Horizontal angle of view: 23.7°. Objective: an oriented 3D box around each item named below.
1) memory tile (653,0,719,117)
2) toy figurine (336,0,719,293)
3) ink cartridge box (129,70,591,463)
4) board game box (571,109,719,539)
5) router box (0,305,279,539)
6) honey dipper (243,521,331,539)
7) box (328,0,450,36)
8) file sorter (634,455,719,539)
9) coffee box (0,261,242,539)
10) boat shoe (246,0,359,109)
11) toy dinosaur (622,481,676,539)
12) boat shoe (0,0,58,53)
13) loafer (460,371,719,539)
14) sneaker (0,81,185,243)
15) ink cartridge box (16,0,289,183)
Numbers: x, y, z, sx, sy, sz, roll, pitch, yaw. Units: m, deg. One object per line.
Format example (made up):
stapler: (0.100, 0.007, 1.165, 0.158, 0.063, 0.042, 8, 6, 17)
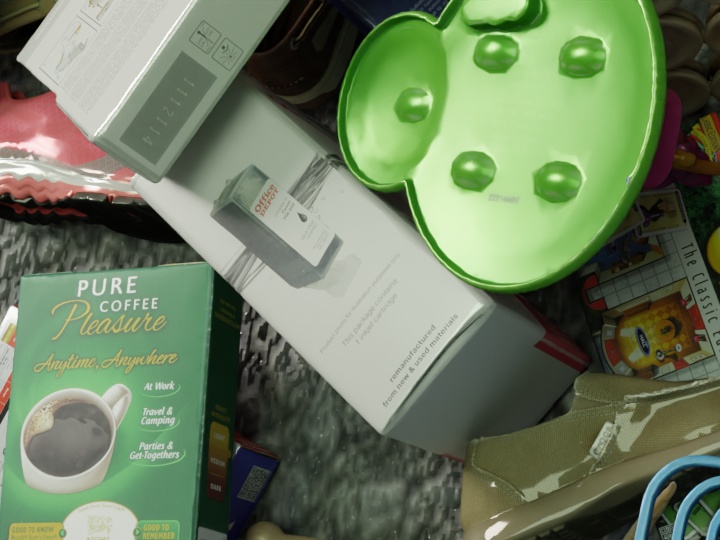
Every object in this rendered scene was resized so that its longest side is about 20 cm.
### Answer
memory tile: (0.130, -0.122, 0.796, 0.152, 0.200, 0.017, -7, 65, 15)
toy figurine: (0.118, -0.055, 0.787, 0.199, 0.183, 0.151, 10, 89, 50)
ink cartridge box: (0.000, 0.000, 0.859, 0.085, 0.145, 0.200, -49, 61, 7)
board game box: (0.167, 0.028, 0.844, 0.104, 0.023, 0.201, -23, 67, 15)
router box: (-0.168, 0.148, 0.950, 0.179, 0.049, 0.201, 28, 88, 29)
honey dipper: (0.026, 0.148, 0.867, 0.199, 0.038, 0.038, 4, 77, 27)
box: (0.040, -0.173, 0.917, 0.200, 0.032, 0.121, 44, 83, 6)
file sorter: (0.191, 0.160, 0.694, 0.122, 0.200, 0.140, 6, 78, 29)
coffee box: (-0.125, 0.099, 0.891, 0.122, 0.044, 0.202, -6, 73, 23)
boat shoe: (-0.023, -0.197, 0.968, 0.074, 0.075, 0.204, 4, 77, 26)
toy dinosaur: (0.119, 0.196, 0.794, 0.105, 0.060, 0.202, -12, 94, 20)
boat shoe: (-0.149, -0.159, 1.021, 0.199, 0.073, 0.064, 6, 84, 29)
loafer: (0.130, 0.074, 0.789, 0.199, 0.076, 0.068, -25, 67, 9)
sneaker: (-0.154, -0.071, 0.994, 0.199, 0.074, 0.087, 8, 77, 27)
ink cartridge box: (-0.083, -0.156, 0.868, 0.201, 0.045, 0.176, -54, 29, 2)
